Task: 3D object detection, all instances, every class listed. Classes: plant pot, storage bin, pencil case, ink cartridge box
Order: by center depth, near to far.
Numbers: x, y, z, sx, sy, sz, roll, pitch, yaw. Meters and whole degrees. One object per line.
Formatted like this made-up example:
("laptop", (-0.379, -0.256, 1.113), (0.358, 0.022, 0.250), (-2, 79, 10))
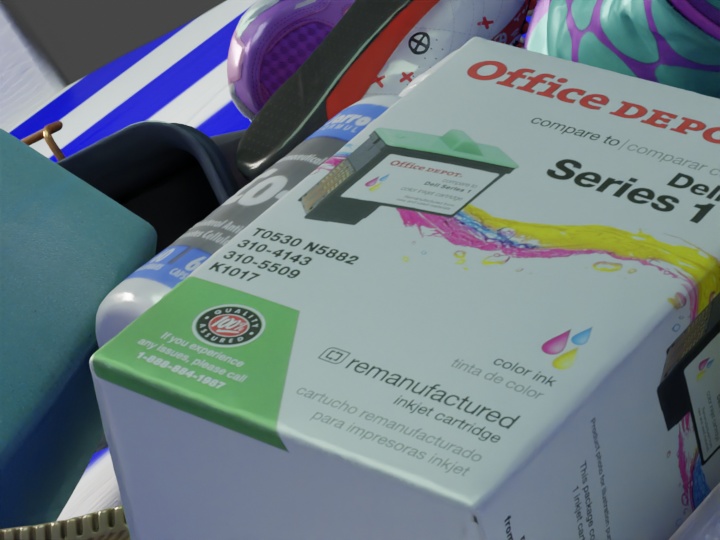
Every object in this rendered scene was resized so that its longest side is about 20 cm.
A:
("ink cartridge box", (0.040, 0.022, 0.813), (0.145, 0.084, 0.200), (18, 44, 34))
("pencil case", (0.126, -0.106, 1.059), (0.085, 0.092, 0.200), (-46, 1, -14))
("plant pot", (-0.180, 0.049, 1.115), (0.200, 0.141, 0.141), (-50, -14, -31))
("storage bin", (-0.115, -0.002, 1.265), (0.200, 0.146, 0.134), (-25, 2, 24))

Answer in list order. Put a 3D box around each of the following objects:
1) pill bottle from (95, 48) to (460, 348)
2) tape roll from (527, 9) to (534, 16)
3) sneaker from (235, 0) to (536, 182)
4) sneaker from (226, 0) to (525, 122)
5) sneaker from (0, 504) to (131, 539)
("pill bottle", (0.000, 0.000, 1.084), (0.200, 0.114, 0.114), (-40, 13, -26))
("tape roll", (0.120, -0.164, 1.289), (0.202, 0.071, 0.202), (3, 12, -1))
("sneaker", (0.045, -0.086, 1.196), (0.201, 0.108, 0.067), (-48, 28, -2))
("sneaker", (0.036, -0.085, 1.261), (0.088, 0.200, 0.081), (33, 111, 60))
("sneaker", (-0.067, 0.116, 0.897), (0.199, 0.070, 0.108), (-3, -10, 24))
